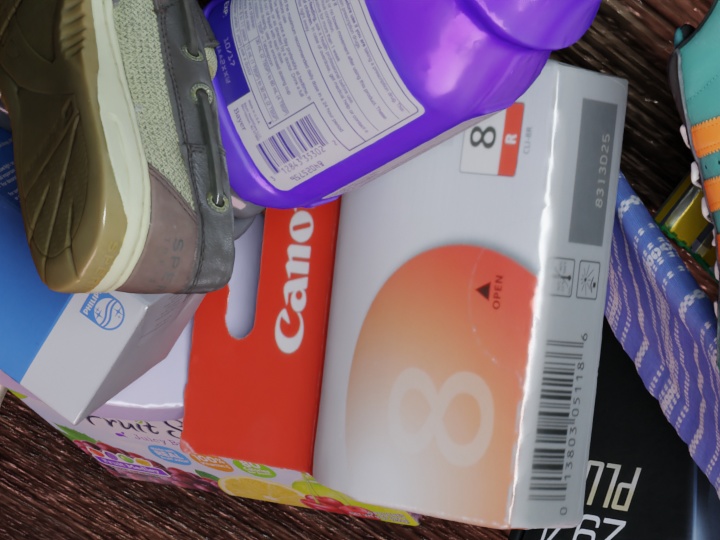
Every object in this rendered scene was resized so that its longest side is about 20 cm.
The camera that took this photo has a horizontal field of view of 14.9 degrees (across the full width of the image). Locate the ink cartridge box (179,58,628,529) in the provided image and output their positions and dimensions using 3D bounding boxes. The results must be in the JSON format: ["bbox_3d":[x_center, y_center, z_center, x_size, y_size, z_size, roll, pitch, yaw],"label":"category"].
[{"bbox_3d":[0.000,0.000,1.005,0.199,0.164,0.050,7,-179,38],"label":"ink cartridge box"}]

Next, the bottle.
[{"bbox_3d":[0.022,-0.087,0.911,0.065,0.084,0.200,-18,173,-43],"label":"bottle"}]

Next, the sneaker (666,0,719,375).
[{"bbox_3d":[0.135,-0.037,0.848,0.071,0.201,0.080,-14,-148,-38],"label":"sneaker"}]

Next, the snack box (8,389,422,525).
[{"bbox_3d":[-0.076,0.061,1.345,0.199,0.053,0.142,5,152,35],"label":"snack box"}]

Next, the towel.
[{"bbox_3d":[0.109,0.021,1.015,0.201,0.024,0.145,58,175,27],"label":"towel"}]

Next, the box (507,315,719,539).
[{"bbox_3d":[0.172,0.113,1.153,0.199,0.165,0.086,8,156,33],"label":"box"}]

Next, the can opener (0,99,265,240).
[{"bbox_3d":[-0.127,-0.058,0.982,0.199,0.067,0.053,29,153,-8],"label":"can opener"}]

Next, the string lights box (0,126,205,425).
[{"bbox_3d":[-0.154,-0.035,1.029,0.199,0.059,0.103,36,-161,6],"label":"string lights box"}]

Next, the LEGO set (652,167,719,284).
[{"bbox_3d":[0.210,-0.003,0.953,0.200,0.116,0.154,38,-173,-5],"label":"LEGO set"}]

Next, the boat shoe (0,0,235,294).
[{"bbox_3d":[-0.081,-0.070,0.928,0.066,0.202,0.072,18,133,-31],"label":"boat shoe"}]

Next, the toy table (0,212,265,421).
[{"bbox_3d":[-0.132,0.003,1.151,0.200,0.184,0.117,37,158,1],"label":"toy table"}]
